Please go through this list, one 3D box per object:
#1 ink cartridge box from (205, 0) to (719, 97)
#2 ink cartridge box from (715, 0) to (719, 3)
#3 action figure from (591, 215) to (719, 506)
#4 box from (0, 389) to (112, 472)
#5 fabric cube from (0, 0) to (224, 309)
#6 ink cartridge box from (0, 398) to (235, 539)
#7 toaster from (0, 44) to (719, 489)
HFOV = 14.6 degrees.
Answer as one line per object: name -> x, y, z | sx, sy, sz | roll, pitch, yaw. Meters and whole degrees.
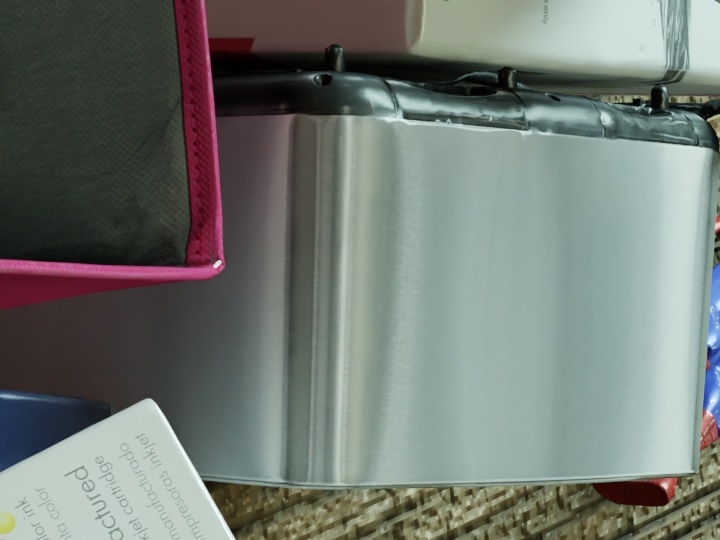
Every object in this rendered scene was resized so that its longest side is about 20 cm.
ink cartridge box -> 0.037, -0.101, 0.891 | 0.200, 0.144, 0.084 | 2, 92, -45
ink cartridge box -> 0.074, -0.161, 0.821 | 0.099, 0.039, 0.200 | 29, 33, -14
action figure -> 0.146, 0.010, 1.086 | 0.200, 0.052, 0.066 | -42, 128, -39
box -> -0.154, 0.047, 0.733 | 0.200, 0.121, 0.033 | 10, 77, -46
fabric cube -> -0.166, -0.086, 0.591 | 0.196, 0.199, 0.201 | 2, 82, -64
ink cartridge box -> -0.110, 0.129, 0.648 | 0.200, 0.068, 0.117 | -27, 80, -25
toaster -> 0.000, 0.000, 0.830 | 0.181, 0.200, 0.119 | 1, 90, -46
